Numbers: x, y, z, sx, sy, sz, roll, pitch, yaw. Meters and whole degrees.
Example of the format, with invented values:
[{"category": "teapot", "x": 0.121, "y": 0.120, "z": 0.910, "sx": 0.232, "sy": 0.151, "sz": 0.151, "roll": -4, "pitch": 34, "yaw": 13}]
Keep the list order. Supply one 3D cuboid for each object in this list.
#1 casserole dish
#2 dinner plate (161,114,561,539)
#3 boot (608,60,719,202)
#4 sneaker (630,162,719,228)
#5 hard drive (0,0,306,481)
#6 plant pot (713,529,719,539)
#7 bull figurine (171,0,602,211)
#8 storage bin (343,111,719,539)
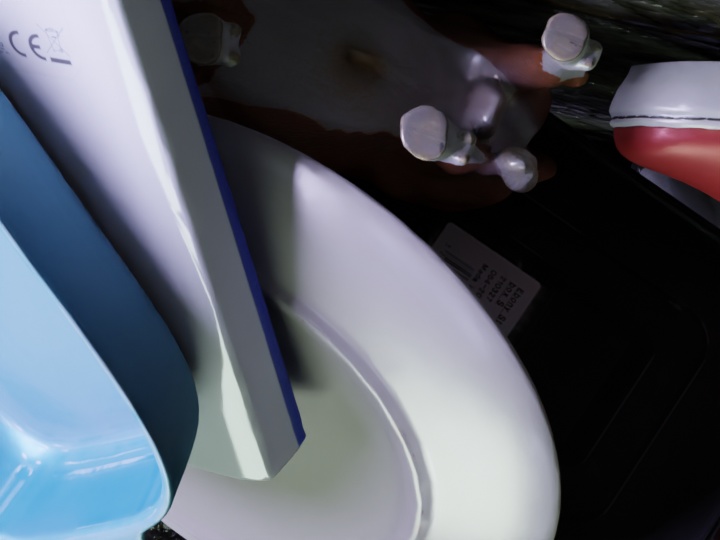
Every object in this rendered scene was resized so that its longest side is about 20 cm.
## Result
[{"category": "casserole dish", "x": -0.115, "y": -0.005, "z": 0.725, "sx": 0.121, "sy": 0.039, "sz": 0.200, "roll": -15, "pitch": 116, "yaw": 48}, {"category": "dinner plate", "x": -0.034, "y": 0.037, "z": 0.793, "sx": 0.199, "sy": 0.024, "sz": 0.201, "roll": 24, "pitch": 140, "yaw": 21}, {"category": "boot", "x": 0.154, "y": 0.021, "z": 0.813, "sx": 0.199, "sy": 0.145, "sz": 0.072, "roll": 16, "pitch": 178, "yaw": -22}, {"category": "sneaker", "x": 0.198, "y": -0.006, "z": 1.029, "sx": 0.199, "sy": 0.075, "sz": 0.087, "roll": 27, "pitch": 133, "yaw": -6}, {"category": "hard drive", "x": -0.095, "y": -0.037, "z": 0.728, "sx": 0.131, "sy": 0.025, "sz": 0.201, "roll": 12, "pitch": 134, "yaw": 33}, {"category": "plant pot", "x": 0.184, "y": 0.143, "z": 1.065, "sx": 0.178, "sy": 0.201, "sz": 0.200, "roll": 11, "pitch": 177, "yaw": 19}, {"category": "bull figurine", "x": -0.029, "y": -0.066, "z": 0.768, "sx": 0.199, "sy": 0.065, "sz": 0.121, "roll": 14, "pitch": 176, "yaw": -12}, {"category": "storage bin", "x": 0.032, "y": 0.023, "z": 0.877, "sx": 0.200, "sy": 0.135, "sz": 0.094, "roll": 35, "pitch": 165, "yaw": 3}]
